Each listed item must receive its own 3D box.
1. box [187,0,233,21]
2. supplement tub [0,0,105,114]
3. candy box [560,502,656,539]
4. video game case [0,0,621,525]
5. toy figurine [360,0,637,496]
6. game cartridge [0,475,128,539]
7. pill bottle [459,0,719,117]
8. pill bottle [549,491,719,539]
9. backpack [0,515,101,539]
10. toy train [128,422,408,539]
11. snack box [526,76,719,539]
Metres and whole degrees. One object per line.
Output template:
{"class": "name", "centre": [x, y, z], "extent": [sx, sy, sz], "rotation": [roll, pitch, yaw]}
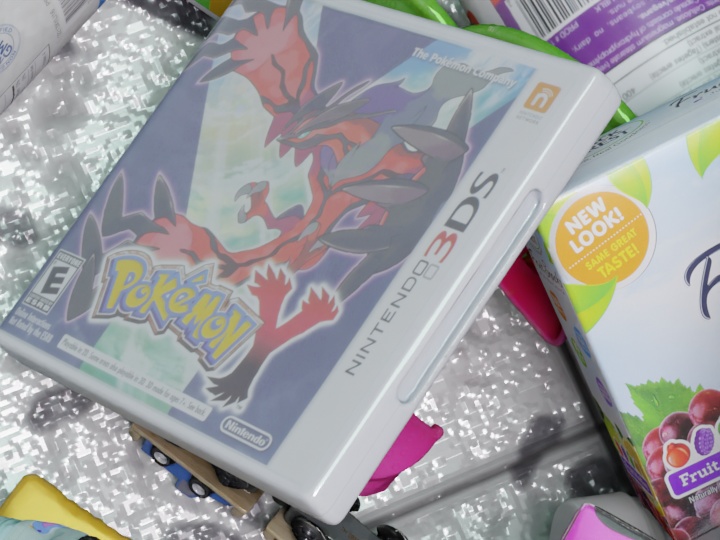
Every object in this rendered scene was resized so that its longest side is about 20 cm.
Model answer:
{"class": "box", "centre": [-0.076, -0.193, 1.084], "extent": [0.200, 0.113, 0.102], "rotation": [35, 71, 0]}
{"class": "supplement tub", "centre": [-0.195, -0.098, 1.026], "extent": [0.132, 0.132, 0.200], "rotation": [40, 71, 4]}
{"class": "candy box", "centre": [0.131, 0.188, 0.902], "extent": [0.199, 0.061, 0.137], "rotation": [30, 86, 9]}
{"class": "video game case", "centre": [-0.025, -0.017, 0.956], "extent": [0.183, 0.200, 0.023], "rotation": [-55, 131, -12]}
{"class": "toy figurine", "centre": [0.000, 0.000, 1.012], "extent": [0.184, 0.150, 0.200], "rotation": [-38, 72, -25]}
{"class": "game cartridge", "centre": [-0.091, 0.202, 0.969], "extent": [0.199, 0.032, 0.177], "rotation": [34, 71, 2]}
{"class": "pill bottle", "centre": [0.134, -0.064, 1.081], "extent": [0.111, 0.111, 0.201], "rotation": [-28, 80, -16]}
{"class": "pill bottle", "centre": [0.180, 0.124, 1.033], "extent": [0.199, 0.113, 0.113], "rotation": [-4, 74, -11]}
{"class": "backpack", "centre": [-0.142, 0.174, 0.867], "extent": [0.126, 0.167, 0.201], "rotation": [11, 66, 0]}
{"class": "toy train", "centre": [-0.011, 0.109, 1.041], "extent": [0.200, 0.046, 0.034], "rotation": [39, 55, 2]}
{"class": "snack box", "centre": [0.171, -0.010, 0.954], "extent": [0.199, 0.053, 0.143], "rotation": [-27, 105, -3]}
